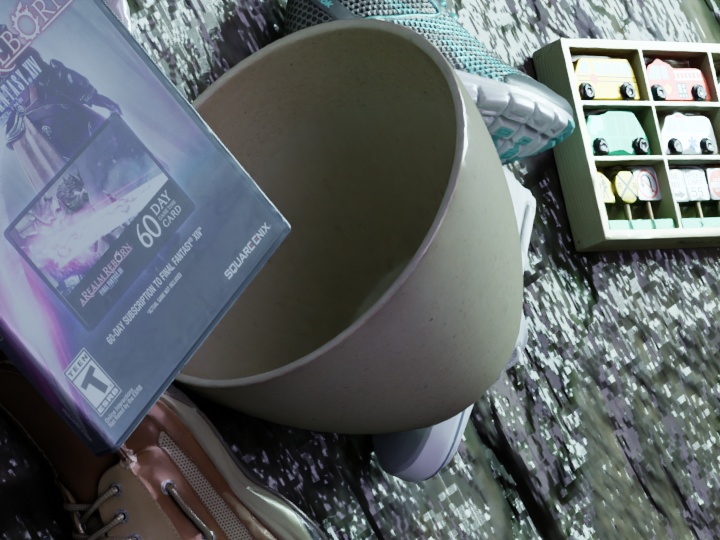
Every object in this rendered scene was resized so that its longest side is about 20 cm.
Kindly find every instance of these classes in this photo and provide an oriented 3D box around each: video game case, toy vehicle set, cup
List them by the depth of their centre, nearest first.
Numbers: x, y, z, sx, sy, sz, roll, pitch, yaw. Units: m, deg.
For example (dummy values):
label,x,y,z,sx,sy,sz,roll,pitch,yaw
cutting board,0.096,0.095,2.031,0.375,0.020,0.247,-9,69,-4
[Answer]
label,x,y,z,sx,sy,sz,roll,pitch,yaw
video game case,-0.127,-0.046,0.913,0.200,0.019,0.143,51,49,-16
cup,0.000,0.000,1.118,0.143,0.199,0.201,43,49,-43
toy vehicle set,0.196,-0.077,1.403,0.199,0.026,0.125,-3,76,-41

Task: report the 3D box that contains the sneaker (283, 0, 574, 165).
label,x,y,z,sx,sy,sz,roll,pitch,yaw
sneaker,0.039,-0.119,1.259,0.199,0.077,0.092,17,60,-37

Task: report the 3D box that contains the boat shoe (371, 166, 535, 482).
label,x,y,z,sx,sy,sz,roll,pitch,yaw
boat shoe,0.059,0.027,1.218,0.065,0.073,0.201,29,59,-26

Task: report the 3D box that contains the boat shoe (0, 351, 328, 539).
label,x,y,z,sx,sy,sz,roll,pitch,yaw
boat shoe,-0.096,0.107,1.057,0.200,0.076,0.074,42,55,-20

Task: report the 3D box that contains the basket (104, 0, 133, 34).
label,x,y,z,sx,sy,sz,roll,pitch,yaw
basket,-0.215,-0.095,0.973,0.199,0.161,0.199,2,72,-39
